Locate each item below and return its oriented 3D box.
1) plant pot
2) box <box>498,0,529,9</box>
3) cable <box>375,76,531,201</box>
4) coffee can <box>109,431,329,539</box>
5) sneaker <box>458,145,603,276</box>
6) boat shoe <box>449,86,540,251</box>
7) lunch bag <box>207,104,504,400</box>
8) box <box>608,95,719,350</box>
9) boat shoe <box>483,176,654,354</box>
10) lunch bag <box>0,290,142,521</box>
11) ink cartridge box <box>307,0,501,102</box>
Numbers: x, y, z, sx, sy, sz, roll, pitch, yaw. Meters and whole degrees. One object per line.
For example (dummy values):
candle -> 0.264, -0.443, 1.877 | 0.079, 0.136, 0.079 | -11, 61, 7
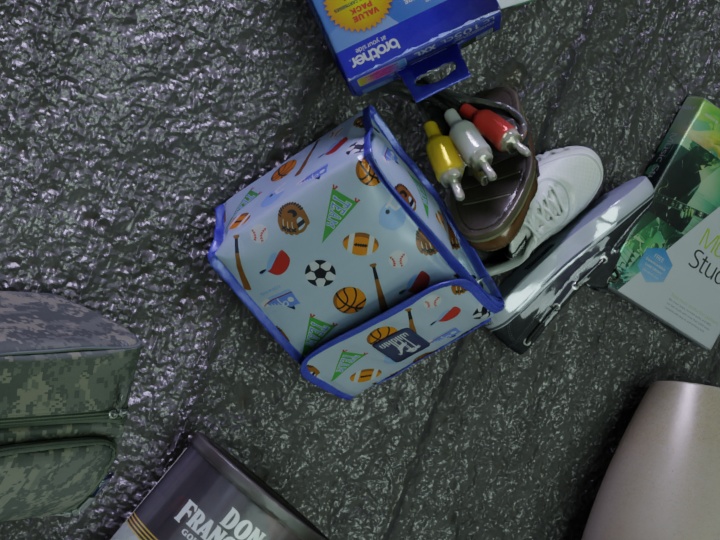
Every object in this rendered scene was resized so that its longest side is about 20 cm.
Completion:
plant pot -> 0.303, 0.210, 1.357 | 0.187, 0.187, 0.200 | 16, 79, -23
box -> 0.150, -0.311, 1.267 | 0.200, 0.036, 0.144 | -19, 105, -16
cable -> 0.064, -0.143, 1.194 | 0.097, 0.050, 0.200 | -32, 64, -13
coffee can -> -0.141, 0.255, 1.194 | 0.146, 0.146, 0.200 | 42, 83, -22
sneaker -> 0.143, -0.042, 1.292 | 0.200, 0.081, 0.075 | -35, 107, -14
boat shoe -> 0.123, -0.075, 1.226 | 0.072, 0.200, 0.068 | -12, 127, 21
lunch bag -> 0.000, 0.000, 1.196 | 0.170, 0.124, 0.200 | -30, 114, 17
box -> 0.322, -0.044, 1.384 | 0.144, 0.036, 0.200 | 30, 87, -23
boat shoe -> 0.198, -0.001, 1.320 | 0.200, 0.070, 0.066 | -42, 99, -8
lunch bag -> -0.277, 0.112, 1.101 | 0.200, 0.139, 0.168 | 1, 110, -52
ink cartridge box -> 0.025, -0.231, 1.164 | 0.136, 0.076, 0.200 | -25, 87, 3
